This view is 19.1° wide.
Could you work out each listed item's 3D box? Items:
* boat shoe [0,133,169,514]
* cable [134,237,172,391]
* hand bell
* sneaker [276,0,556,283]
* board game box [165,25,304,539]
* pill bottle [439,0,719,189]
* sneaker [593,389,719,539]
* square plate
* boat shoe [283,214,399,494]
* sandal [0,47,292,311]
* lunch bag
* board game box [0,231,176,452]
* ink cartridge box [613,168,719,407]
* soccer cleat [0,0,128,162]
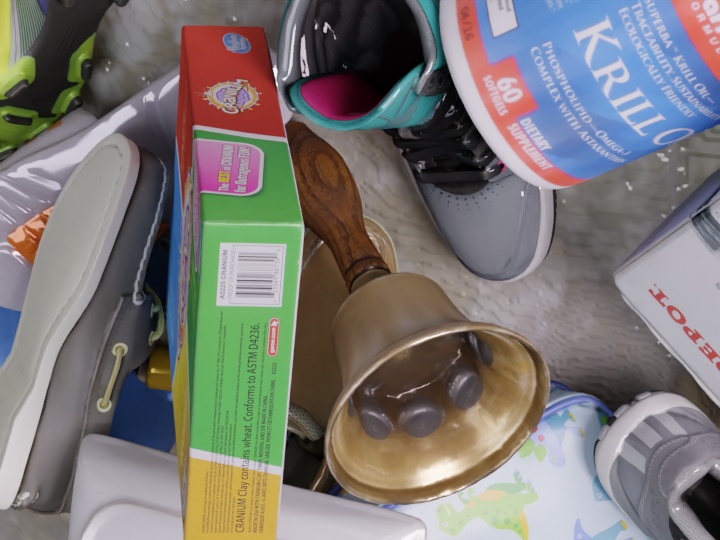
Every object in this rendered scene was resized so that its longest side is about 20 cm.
[{"bbox_3d":[-0.133,0.030,1.053,0.060,0.072,0.203,14,109,-27],"label":"boat shoe"},{"bbox_3d":[-0.026,0.044,1.091,0.199,0.050,0.098,25,85,-2],"label":"cable"},{"bbox_3d":[0.000,0.000,0.984,0.105,0.103,0.201,-65,35,33],"label":"hand bell"},{"bbox_3d":[0.025,-0.072,0.955,0.083,0.121,0.201,-11,107,31],"label":"sneaker"},{"bbox_3d":[-0.059,0.001,0.942,0.040,0.200,0.154,1,118,-8],"label":"board game box"},{"bbox_3d":[0.141,-0.117,0.878,0.199,0.112,0.113,-24,100,33],"label":"pill bottle"},{"bbox_3d":[0.187,0.144,0.942,0.200,0.115,0.075,42,91,-19],"label":"sneaker"},{"bbox_3d":[-0.070,0.191,0.979,0.197,0.028,0.202,11,95,31],"label":"square plate"},{"bbox_3d":[-0.028,0.067,1.024,0.071,0.076,0.202,15,86,3],"label":"boat shoe"},{"bbox_3d":[-0.118,-0.052,1.085,0.206,0.059,0.079,-31,111,14],"label":"sandal"},{"bbox_3d":[0.076,0.164,1.015,0.201,0.160,0.082,63,168,-13],"label":"lunch bag"},{"bbox_3d":[-0.180,0.035,1.143,0.198,0.039,0.159,-5,91,6],"label":"board game box"},{"bbox_3d":[0.211,0.002,0.866,0.147,0.083,0.200,48,153,0],"label":"ink cartridge box"},{"bbox_3d":[-0.167,-0.133,1.078,0.200,0.064,0.084,-51,55,39],"label":"soccer cleat"}]
